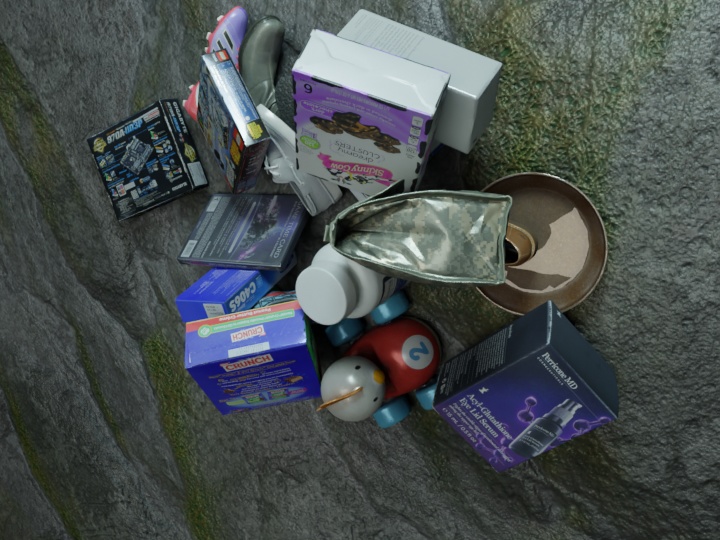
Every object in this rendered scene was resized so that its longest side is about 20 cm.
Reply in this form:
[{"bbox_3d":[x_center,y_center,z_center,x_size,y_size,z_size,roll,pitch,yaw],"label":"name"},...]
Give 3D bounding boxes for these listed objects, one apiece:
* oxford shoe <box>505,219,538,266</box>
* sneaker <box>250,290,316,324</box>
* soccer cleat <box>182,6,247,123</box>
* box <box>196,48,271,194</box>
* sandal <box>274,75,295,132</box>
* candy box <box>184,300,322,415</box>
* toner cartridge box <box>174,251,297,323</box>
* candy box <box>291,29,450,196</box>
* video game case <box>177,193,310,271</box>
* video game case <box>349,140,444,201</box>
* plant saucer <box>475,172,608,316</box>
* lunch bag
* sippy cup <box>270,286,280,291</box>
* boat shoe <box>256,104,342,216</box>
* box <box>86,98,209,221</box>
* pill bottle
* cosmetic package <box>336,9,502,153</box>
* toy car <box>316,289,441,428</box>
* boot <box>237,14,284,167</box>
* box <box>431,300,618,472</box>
[{"bbox_3d":[0.135,-0.055,0.916,0.200,0.071,0.071,18,114,24],"label":"oxford shoe"},{"bbox_3d":[-0.084,0.064,1.052,0.200,0.096,0.079,-16,106,-6],"label":"sneaker"},{"bbox_3d":[-0.212,-0.313,1.067,0.076,0.067,0.200,37,120,3],"label":"soccer cleat"},{"bbox_3d":[-0.186,-0.204,0.971,0.137,0.040,0.200,64,161,4],"label":"box"},{"bbox_3d":[-0.033,-0.208,0.964,0.200,0.048,0.075,32,116,1],"label":"sandal"},{"bbox_3d":[-0.149,0.134,1.000,0.169,0.200,0.077,-10,60,-1],"label":"candy box"},{"bbox_3d":[-0.189,0.015,1.067,0.095,0.200,0.043,3,119,27],"label":"toner cartridge box"},{"bbox_3d":[0.007,-0.178,0.841,0.168,0.072,0.200,20,154,6],"label":"candy box"},{"bbox_3d":[-0.183,-0.065,1.088,0.200,0.143,0.019,5,146,26],"label":"video game case"},{"bbox_3d":[0.027,-0.217,0.978,0.200,0.045,0.181,-42,85,30],"label":"video game case"},{"bbox_3d":[0.235,-0.036,0.929,0.200,0.037,0.201,8,109,25],"label":"plant saucer"},{"bbox_3d":[0.063,-0.043,0.799,0.200,0.164,0.118,4,91,4],"label":"lunch bag"},{"bbox_3d":[-0.207,0.091,1.140,0.178,0.130,0.140,4,107,26],"label":"sippy cup"},{"bbox_3d":[-0.103,-0.154,0.991,0.069,0.200,0.072,-44,50,-2],"label":"boat shoe"},{"bbox_3d":[-0.377,-0.191,1.194,0.200,0.046,0.159,-17,96,30],"label":"box"},{"bbox_3d":[0.000,0.000,0.959,0.111,0.200,0.111,14,118,29],"label":"pill bottle"},{"bbox_3d":[0.069,-0.240,0.859,0.200,0.071,0.101,28,155,17],"label":"cosmetic package"},{"bbox_3d":[0.015,0.158,1.004,0.177,0.200,0.184,-29,91,31],"label":"toy car"},{"bbox_3d":[-0.133,-0.264,1.021,0.131,0.068,0.200,48,129,24],"label":"boot"},{"bbox_3d":[0.224,0.162,0.932,0.148,0.104,0.200,45,122,-11],"label":"box"}]
